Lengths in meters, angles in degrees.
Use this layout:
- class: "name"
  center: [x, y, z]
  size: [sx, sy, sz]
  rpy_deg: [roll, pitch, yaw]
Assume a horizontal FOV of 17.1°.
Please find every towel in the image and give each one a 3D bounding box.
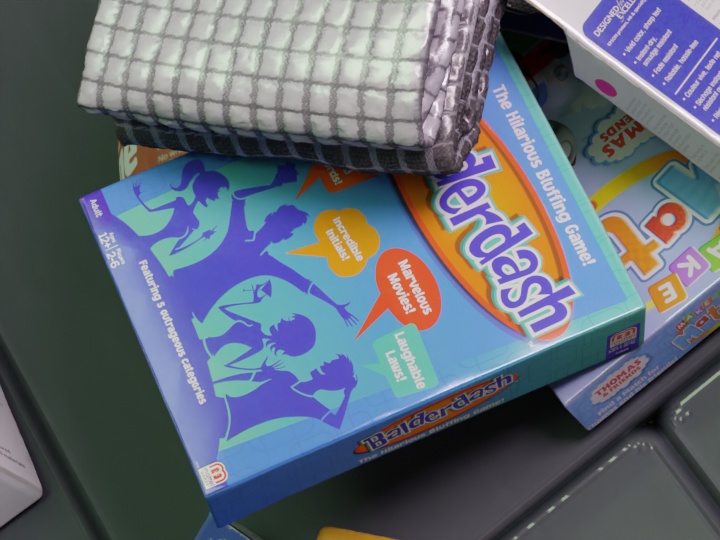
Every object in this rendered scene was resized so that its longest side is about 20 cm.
- class: "towel"
  center: [-0.016, -0.143, 1.006]
  size: [0.166, 0.086, 0.200]
  rpy_deg: [7, 77, 25]

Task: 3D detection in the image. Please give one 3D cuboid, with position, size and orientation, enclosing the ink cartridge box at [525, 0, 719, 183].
- class: "ink cartridge box"
  center: [0.162, -0.088, 1.005]
  size: [0.200, 0.037, 0.095]
  rpy_deg: [38, 70, 1]

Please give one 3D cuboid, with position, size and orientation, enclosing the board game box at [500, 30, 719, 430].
- class: "board game box"
  center: [0.107, -0.048, 1.092]
  size: [0.151, 0.037, 0.200]
  rpy_deg: [-39, 54, 6]

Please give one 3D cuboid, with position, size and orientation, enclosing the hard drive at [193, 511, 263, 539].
- class: "hard drive"
  center: [-0.076, 0.218, 1.049]
  size: [0.132, 0.025, 0.200]
  rpy_deg: [26, 86, 52]

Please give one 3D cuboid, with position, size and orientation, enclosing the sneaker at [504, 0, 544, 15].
- class: "sneaker"
  center: [0.046, -0.138, 1.086]
  size: [0.200, 0.085, 0.078]
  rpy_deg: [11, 36, 25]

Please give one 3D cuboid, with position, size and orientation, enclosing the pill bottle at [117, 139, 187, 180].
- class: "pill bottle"
  center: [-0.061, -0.065, 1.152]
  size: [0.112, 0.112, 0.200]
  rpy_deg: [-20, 58, 21]

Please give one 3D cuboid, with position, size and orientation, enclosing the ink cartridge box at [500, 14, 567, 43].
- class: "ink cartridge box"
  center: [0.129, -0.194, 1.117]
  size: [0.196, 0.043, 0.200]
  rpy_deg: [15, 60, 31]

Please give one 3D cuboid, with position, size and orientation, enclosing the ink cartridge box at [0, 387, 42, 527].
- class: "ink cartridge box"
  center: [-0.269, 0.066, 1.226]
  size: [0.145, 0.085, 0.200]
  rpy_deg: [-37, 53, 10]

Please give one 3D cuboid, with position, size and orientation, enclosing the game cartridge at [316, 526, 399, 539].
- class: "game cartridge"
  center: [0.029, 0.217, 1.013]
  size: [0.176, 0.032, 0.200]
  rpy_deg: [6, 72, 32]

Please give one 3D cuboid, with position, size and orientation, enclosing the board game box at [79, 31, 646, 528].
- class: "board game box"
  center: [0.000, 0.000, 1.024]
  size: [0.200, 0.045, 0.152]
  rpy_deg: [-23, 66, -6]
